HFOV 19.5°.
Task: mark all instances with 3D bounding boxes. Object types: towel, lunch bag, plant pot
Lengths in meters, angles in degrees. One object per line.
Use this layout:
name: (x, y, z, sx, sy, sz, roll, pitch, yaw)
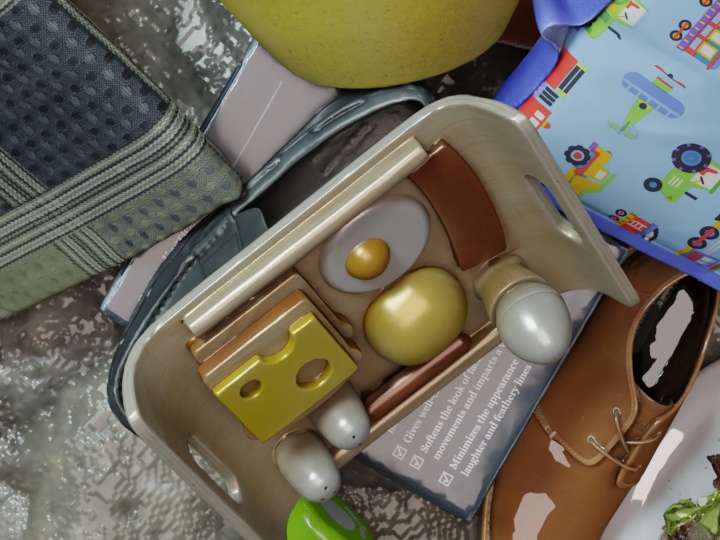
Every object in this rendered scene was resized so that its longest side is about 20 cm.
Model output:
towel: (-0.176, -0.065, 0.912, 0.200, 0.035, 0.193, -24, 125, 37)
lunch bag: (0.157, -0.075, 0.921, 0.200, 0.094, 0.151, 18, 134, -27)
plant pot: (0.002, -0.162, 0.888, 0.200, 0.200, 0.142, -12, 119, -1)

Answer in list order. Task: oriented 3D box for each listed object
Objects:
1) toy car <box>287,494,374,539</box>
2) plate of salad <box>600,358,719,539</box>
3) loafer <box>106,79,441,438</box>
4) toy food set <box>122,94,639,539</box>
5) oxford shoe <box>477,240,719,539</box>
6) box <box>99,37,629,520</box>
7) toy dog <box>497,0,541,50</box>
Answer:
toy car: (-0.006, 0.233, 1.005, 0.200, 0.158, 0.164, 38, 105, -17)
plate of salad: (0.190, 0.123, 0.985, 0.048, 0.200, 0.200, 29, 94, -45)
loafer: (-0.039, -0.007, 0.906, 0.068, 0.070, 0.201, 41, 92, -4)
toy food set: (0.012, 0.033, 0.877, 0.200, 0.060, 0.144, -38, 138, 1)
oxford shoe: (0.116, 0.078, 1.016, 0.071, 0.071, 0.200, 22, 92, -22)
box: (0.000, 0.000, 0.997, 0.200, 0.107, 0.149, 31, 93, -5)
toy dog: (0.112, -0.147, 0.960, 0.132, 0.096, 0.200, -16, 103, 29)
